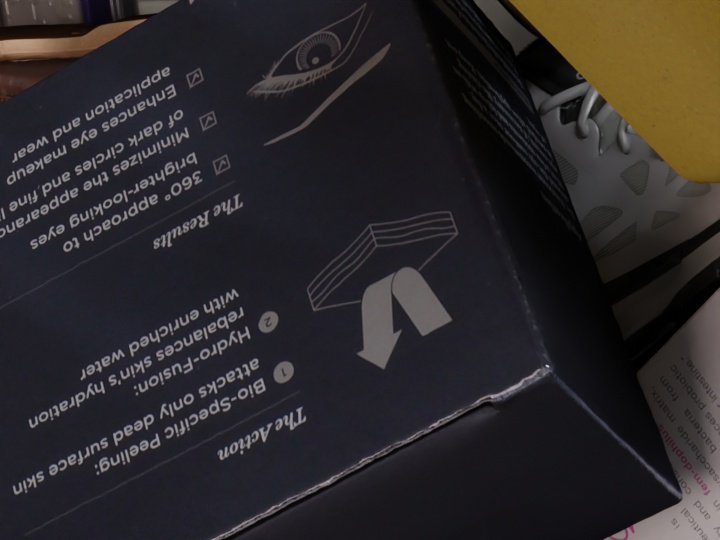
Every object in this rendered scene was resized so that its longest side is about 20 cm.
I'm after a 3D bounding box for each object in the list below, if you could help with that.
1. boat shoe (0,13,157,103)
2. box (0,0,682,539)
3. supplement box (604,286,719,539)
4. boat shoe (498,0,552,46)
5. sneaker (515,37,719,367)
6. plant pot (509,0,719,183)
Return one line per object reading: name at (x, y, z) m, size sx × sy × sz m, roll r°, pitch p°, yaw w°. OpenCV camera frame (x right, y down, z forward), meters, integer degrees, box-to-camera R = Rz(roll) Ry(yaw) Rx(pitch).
boat shoe at (-0.117, -0.070, 1.197) m, size 0.199 × 0.070 × 0.071 m, roll 2°, pitch 101°, yaw 43°
box at (-0.028, 0.018, 0.953) m, size 0.196 × 0.117 × 0.201 m, roll -28°, pitch 56°, yaw 15°
supplement box at (0.160, 0.047, 0.956) m, size 0.101 × 0.103 × 0.200 m, roll 53°, pitch 131°, yaw 15°
boat shoe at (0.038, -0.170, 1.024) m, size 0.066 × 0.074 × 0.200 m, roll -39°, pitch 71°, yaw 13°
sneaker at (0.102, -0.045, 0.997) m, size 0.200 × 0.076 × 0.116 m, roll -41°, pitch 77°, yaw 45°
plant pot at (0.129, -0.143, 0.848) m, size 0.200 × 0.200 × 0.176 m, roll 46°, pitch 151°, yaw 3°
